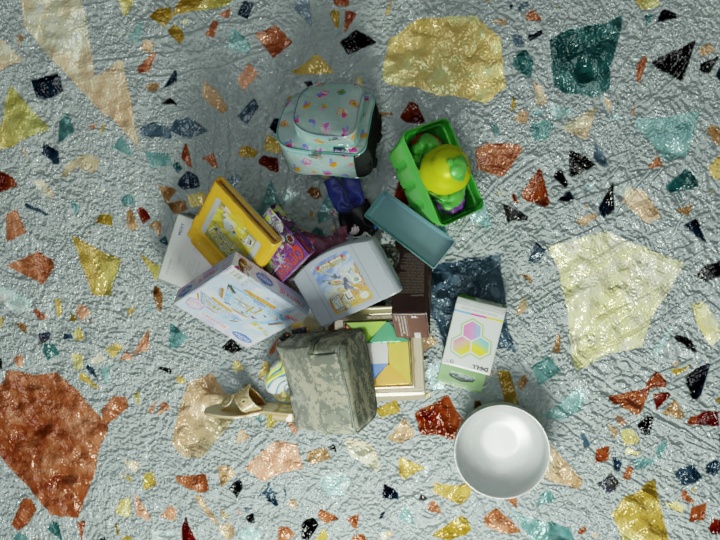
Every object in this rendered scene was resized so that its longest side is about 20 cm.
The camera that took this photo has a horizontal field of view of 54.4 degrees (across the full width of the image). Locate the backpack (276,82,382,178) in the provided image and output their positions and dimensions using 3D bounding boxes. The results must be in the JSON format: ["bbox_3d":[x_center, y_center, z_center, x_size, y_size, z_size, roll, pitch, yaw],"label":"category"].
[{"bbox_3d":[-0.071,-0.283,1.416,0.200,0.153,0.176,0,61,17],"label":"backpack"}]

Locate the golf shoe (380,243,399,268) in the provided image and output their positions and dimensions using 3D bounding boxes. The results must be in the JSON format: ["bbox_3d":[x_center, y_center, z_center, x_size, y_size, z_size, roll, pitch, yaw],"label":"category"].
[{"bbox_3d":[0.000,0.000,1.414,0.200,0.088,0.077,-37,102,28],"label":"golf shoe"}]

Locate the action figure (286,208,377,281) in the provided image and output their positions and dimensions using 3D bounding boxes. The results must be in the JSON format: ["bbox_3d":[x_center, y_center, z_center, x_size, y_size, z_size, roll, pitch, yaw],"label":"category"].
[{"bbox_3d":[-0.058,-0.040,1.423,0.200,0.134,0.149,0,110,-6],"label":"action figure"}]

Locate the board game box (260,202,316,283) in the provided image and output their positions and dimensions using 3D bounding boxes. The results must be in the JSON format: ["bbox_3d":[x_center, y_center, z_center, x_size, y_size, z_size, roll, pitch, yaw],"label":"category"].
[{"bbox_3d":[-0.177,-0.036,1.391,0.120,0.032,0.200,47,138,-1],"label":"board game box"}]

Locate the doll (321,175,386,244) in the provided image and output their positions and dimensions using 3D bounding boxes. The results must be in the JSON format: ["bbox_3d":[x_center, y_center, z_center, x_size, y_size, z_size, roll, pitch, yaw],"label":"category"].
[{"bbox_3d":[-0.006,-0.126,1.482,0.136,0.048,0.200,-23,93,19],"label":"doll"}]

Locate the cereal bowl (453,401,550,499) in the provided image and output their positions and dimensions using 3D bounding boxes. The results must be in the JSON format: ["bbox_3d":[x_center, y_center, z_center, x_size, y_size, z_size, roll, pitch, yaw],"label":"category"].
[{"bbox_3d":[0.294,0.368,1.470,0.200,0.083,0.200,1,96,8],"label":"cereal bowl"}]

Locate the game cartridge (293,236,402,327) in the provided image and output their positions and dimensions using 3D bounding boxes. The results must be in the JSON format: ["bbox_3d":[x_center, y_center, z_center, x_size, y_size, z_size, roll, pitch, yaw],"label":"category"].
[{"bbox_3d":[-0.031,0.018,1.359,0.200,0.042,0.133,-26,101,29],"label":"game cartridge"}]

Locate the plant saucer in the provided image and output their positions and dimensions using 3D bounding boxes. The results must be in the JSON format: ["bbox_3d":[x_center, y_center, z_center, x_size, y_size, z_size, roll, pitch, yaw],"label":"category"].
[{"bbox_3d":[0.097,-0.082,1.398,0.200,0.019,0.070,39,92,28],"label":"plant saucer"}]

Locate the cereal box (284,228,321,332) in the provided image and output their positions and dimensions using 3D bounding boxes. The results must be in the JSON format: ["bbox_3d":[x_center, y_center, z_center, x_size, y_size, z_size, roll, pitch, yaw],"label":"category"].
[{"bbox_3d":[-0.114,0.026,1.517,0.144,0.040,0.200,25,98,4],"label":"cereal box"}]

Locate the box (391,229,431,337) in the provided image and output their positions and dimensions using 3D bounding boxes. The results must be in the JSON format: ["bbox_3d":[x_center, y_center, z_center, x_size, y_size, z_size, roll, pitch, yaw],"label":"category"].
[{"bbox_3d":[0.105,0.026,1.407,0.075,0.100,0.200,-2,56,8],"label":"box"}]

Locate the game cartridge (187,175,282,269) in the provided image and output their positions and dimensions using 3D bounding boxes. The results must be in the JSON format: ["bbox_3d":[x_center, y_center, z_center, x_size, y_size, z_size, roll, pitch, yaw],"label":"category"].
[{"bbox_3d":[-0.258,-0.063,1.398,0.176,0.032,0.200,47,135,5],"label":"game cartridge"}]

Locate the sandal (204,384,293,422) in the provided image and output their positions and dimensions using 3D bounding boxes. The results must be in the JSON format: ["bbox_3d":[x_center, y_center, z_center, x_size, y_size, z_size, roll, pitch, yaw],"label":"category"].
[{"bbox_3d":[-0.235,0.283,1.540,0.211,0.078,0.070,5,102,0],"label":"sandal"}]

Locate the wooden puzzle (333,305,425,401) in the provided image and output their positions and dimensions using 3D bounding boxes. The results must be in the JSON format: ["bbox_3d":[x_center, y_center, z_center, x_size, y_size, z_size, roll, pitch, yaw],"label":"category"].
[{"bbox_3d":[0.038,0.173,1.448,0.185,0.037,0.200,-3,91,3],"label":"wooden puzzle"}]

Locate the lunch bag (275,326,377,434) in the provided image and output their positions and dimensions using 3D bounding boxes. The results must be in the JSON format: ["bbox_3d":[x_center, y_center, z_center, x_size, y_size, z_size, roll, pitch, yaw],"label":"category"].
[{"bbox_3d":[-0.073,0.213,1.372,0.167,0.139,0.200,-8,98,23],"label":"lunch bag"}]

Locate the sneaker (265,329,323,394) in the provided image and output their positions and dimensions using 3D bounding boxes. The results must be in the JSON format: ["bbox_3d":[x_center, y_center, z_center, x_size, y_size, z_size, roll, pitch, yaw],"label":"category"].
[{"bbox_3d":[-0.126,0.221,1.490,0.200,0.076,0.105,-51,57,27],"label":"sneaker"}]

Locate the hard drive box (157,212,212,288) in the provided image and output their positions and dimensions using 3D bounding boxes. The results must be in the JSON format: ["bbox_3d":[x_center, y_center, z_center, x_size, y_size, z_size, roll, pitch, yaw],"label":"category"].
[{"bbox_3d":[-0.317,-0.021,1.523,0.200,0.077,0.156,21,98,5],"label":"hard drive box"}]

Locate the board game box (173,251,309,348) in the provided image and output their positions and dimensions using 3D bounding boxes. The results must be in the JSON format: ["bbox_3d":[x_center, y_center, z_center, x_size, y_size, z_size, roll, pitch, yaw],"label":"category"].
[{"bbox_3d":[-0.241,0.066,1.429,0.199,0.041,0.200,-28,128,35],"label":"board game box"}]

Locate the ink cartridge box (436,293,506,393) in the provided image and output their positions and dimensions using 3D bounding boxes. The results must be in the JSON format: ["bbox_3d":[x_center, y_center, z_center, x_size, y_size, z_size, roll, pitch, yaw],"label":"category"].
[{"bbox_3d":[0.231,0.158,1.471,0.104,0.059,0.200,14,97,6],"label":"ink cartridge box"}]

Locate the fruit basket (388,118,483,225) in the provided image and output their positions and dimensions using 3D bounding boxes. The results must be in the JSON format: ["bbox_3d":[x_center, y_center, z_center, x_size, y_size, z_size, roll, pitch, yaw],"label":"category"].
[{"bbox_3d":[0.164,-0.196,1.368,0.155,0.216,0.216,-25,92,-34],"label":"fruit basket"}]

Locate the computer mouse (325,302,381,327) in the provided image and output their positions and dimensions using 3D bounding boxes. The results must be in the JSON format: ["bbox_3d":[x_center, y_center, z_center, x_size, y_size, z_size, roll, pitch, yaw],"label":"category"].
[{"bbox_3d":[0.024,0.143,1.489,0.138,0.053,0.200,-32,98,0],"label":"computer mouse"}]
